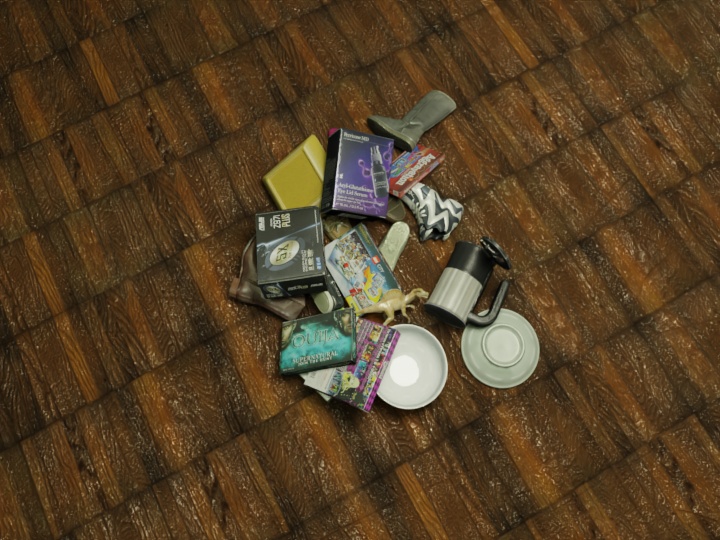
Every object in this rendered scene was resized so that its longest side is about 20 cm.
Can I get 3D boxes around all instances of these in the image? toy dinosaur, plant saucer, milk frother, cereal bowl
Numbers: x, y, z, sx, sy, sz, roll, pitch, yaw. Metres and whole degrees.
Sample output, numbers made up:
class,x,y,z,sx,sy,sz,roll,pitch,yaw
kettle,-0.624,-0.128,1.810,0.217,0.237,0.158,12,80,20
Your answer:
class,x,y,z,sx,sy,sz,roll,pitch,yaw
toy dinosaur,0.071,0.093,1.477,0.197,0.102,0.058,-16,33,-14
plant saucer,0.351,0.189,1.480,0.197,0.050,0.203,0,73,1
milk frother,0.264,0.027,1.442,0.179,0.200,0.190,21,74,27
plant saucer,-0.157,-0.222,1.560,0.199,0.048,0.201,-36,77,20
cereal bowl,0.111,0.238,1.450,0.197,0.083,0.203,0,73,1

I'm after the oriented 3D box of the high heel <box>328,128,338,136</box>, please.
class,x,y,z,sx,sy,sz,roll,pitch,yaw
high heel,-0.014,-0.336,1.616,0.200,0.096,0.068,41,78,11

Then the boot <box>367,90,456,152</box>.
class,x,y,z,sx,sy,sz,roll,pitch,yaw
boot,0.141,-0.436,1.658,0.181,0.073,0.201,34,75,17

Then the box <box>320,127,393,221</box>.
class,x,y,z,sx,sy,sz,roll,pitch,yaw
box,-0.009,-0.233,1.473,0.146,0.104,0.203,6,87,-20

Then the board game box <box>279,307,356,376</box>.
class,x,y,z,sx,sy,sz,roll,pitch,yaw
board game box,-0.103,0.173,1.436,0.197,0.028,0.137,-14,59,21

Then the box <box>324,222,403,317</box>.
class,x,y,z,sx,sy,sz,roll,pitch,yaw
box,0.000,0.000,1.513,0.136,0.038,0.202,-31,83,9

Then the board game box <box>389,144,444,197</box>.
class,x,y,z,sx,sy,sz,roll,pitch,yaw
board game box,0.127,-0.270,1.585,0.102,0.020,0.200,28,55,29

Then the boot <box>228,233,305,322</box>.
class,x,y,z,sx,sy,sz,roll,pitch,yaw
boot,-0.217,0.020,1.531,0.197,0.064,0.189,19,83,7

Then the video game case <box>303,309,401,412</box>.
class,x,y,z,sx,sy,sz,roll,pitch,yaw
video game case,-0.020,0.211,1.413,0.179,0.036,0.202,14,72,33

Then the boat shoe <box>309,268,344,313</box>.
class,x,y,z,sx,sy,sz,roll,pitch,yaw
boat shoe,-0.100,0.025,1.524,0.065,0.075,0.200,-2,41,-37

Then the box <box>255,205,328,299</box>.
class,x,y,z,sx,sy,sz,roll,pitch,yaw
box,-0.169,-0.047,1.465,0.161,0.086,0.203,-7,62,1

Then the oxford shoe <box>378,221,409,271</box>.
class,x,y,z,sx,sy,sz,roll,pitch,yaw
oxford shoe,0.066,-0.036,1.550,0.075,0.058,0.201,32,91,4

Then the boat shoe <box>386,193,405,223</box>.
class,x,y,z,sx,sy,sz,roll,pitch,yaw
boat shoe,0.038,-0.190,1.589,0.200,0.068,0.072,44,60,14

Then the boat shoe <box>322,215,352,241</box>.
class,x,y,z,sx,sy,sz,roll,pitch,yaw
boat shoe,-0.082,-0.155,1.580,0.073,0.063,0.201,-31,75,-9

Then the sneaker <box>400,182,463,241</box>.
class,x,y,z,sx,sy,sz,roll,pitch,yaw
sneaker,0.161,-0.145,1.565,0.197,0.080,0.131,26,66,-2

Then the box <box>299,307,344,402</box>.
class,x,y,z,sx,sy,sz,roll,pitch,yaw
box,-0.066,0.205,1.487,0.144,0.036,0.200,40,76,12
